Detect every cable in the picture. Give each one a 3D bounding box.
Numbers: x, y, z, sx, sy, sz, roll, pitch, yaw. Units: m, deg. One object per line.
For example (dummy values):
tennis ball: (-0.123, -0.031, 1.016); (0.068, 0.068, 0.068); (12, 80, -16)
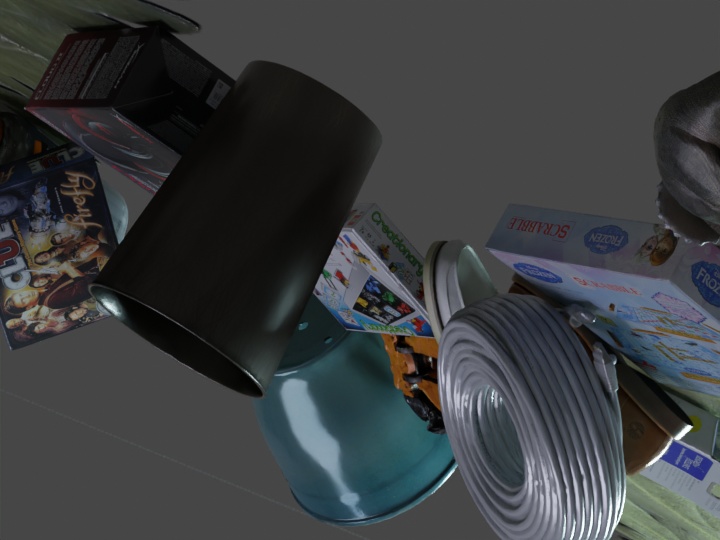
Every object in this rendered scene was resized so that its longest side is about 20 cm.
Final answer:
cable: (0.123, 0.115, 1.494); (0.200, 0.069, 0.201); (17, 122, 67)

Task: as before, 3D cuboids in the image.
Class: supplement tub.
supplement tub: (-0.338, -0.076, 2.054); (0.122, 0.123, 0.200); (16, 163, 46)

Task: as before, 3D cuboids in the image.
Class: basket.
basket: (-0.079, -0.034, 1.442); (0.136, 0.201, 0.180); (25, 167, 22)

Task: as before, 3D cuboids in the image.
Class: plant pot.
plant pot: (-0.018, 0.106, 1.942); (0.200, 0.200, 0.188); (17, 148, 45)

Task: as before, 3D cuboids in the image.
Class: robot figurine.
robot figurine: (0.085, 0.081, 1.790); (0.200, 0.058, 0.146); (17, 126, 60)

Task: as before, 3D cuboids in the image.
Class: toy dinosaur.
toy dinosaur: (0.188, -0.053, 1.049); (0.102, 0.077, 0.200); (16, 167, 24)

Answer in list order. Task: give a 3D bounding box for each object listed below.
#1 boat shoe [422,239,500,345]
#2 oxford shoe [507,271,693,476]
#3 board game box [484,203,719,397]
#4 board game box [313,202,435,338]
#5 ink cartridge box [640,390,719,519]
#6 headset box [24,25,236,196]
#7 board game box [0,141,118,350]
boat shoe: (0.110, 0.057, 1.629); (0.068, 0.075, 0.200); (-2, 129, 32)
oxford shoe: (0.161, 0.074, 1.541); (0.071, 0.071, 0.200); (29, -163, -47)
board game box: (0.215, 0.029, 1.402); (0.199, 0.041, 0.200); (36, 167, -31)
board game box: (0.000, 0.000, 1.734); (0.126, 0.035, 0.200); (49, 162, -18)
ink cartridge box: (0.253, 0.142, 1.787); (0.199, 0.047, 0.198); (26, 166, 9)
headset box: (-0.158, -0.116, 1.585); (0.148, 0.075, 0.200); (35, 167, -28)
board game box: (-0.306, -0.023, 2.004); (0.035, 0.135, 0.201); (-120, 14, -47)
